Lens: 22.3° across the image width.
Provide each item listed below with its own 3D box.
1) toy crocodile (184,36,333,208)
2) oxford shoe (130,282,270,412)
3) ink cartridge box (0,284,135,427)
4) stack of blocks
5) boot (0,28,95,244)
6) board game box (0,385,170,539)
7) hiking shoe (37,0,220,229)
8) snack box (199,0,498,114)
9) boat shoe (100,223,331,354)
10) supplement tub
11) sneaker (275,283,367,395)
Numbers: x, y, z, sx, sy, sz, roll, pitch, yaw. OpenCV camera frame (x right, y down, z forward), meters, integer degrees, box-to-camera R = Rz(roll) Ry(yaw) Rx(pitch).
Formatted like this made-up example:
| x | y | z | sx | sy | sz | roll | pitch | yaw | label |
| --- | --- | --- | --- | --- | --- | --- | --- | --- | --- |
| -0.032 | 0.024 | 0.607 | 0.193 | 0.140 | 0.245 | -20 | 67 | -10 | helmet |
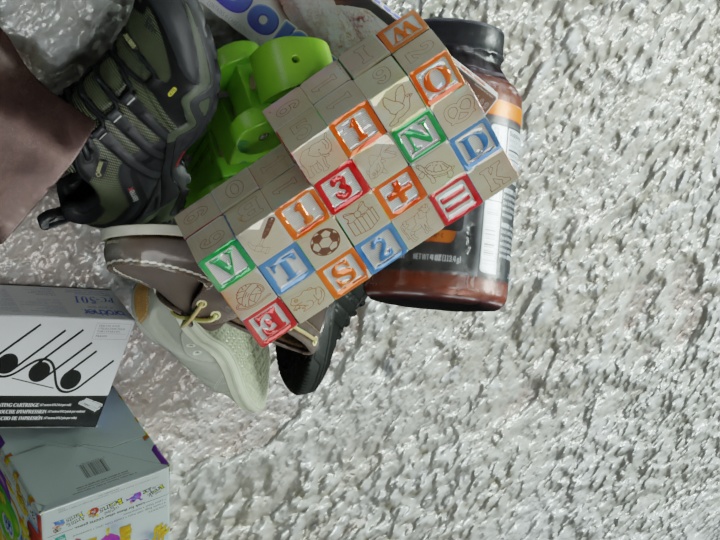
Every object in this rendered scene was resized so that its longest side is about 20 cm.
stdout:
| x | y | z | sx | sy | sz | roll | pitch | yaw | label |
| --- | --- | --- | --- | --- | --- | --- | --- | --- | --- |
| -0.076 | -0.091 | 1.220 | 0.061 | 0.068 | 0.200 | -8 | 152 | -29 | toy crocodile |
| -0.114 | 0.049 | 1.356 | 0.057 | 0.076 | 0.200 | -6 | 154 | 17 | oxford shoe |
| -0.261 | 0.059 | 1.261 | 0.199 | 0.044 | 0.095 | 3 | 119 | -39 | ink cartridge box |
| -0.015 | -0.056 | 1.149 | 0.199 | 0.059 | 0.115 | -34 | 128 | 1 | stack of blocks |
| -0.276 | -0.067 | 1.090 | 0.166 | 0.072 | 0.200 | 43 | 85 | -22 | boot |
| -0.209 | 0.206 | 1.376 | 0.104 | 0.103 | 0.201 | -17 | 132 | -26 | board game box |
| -0.154 | -0.101 | 1.174 | 0.100 | 0.076 | 0.201 | -11 | 135 | -29 | hiking shoe |
| -0.008 | -0.148 | 1.205 | 0.200 | 0.024 | 0.072 | 37 | 106 | -4 | snack box |
| -0.095 | 0.012 | 1.237 | 0.199 | 0.071 | 0.060 | 17 | 75 | -48 | boat shoe |
| 0.060 | -0.074 | 1.307 | 0.106 | 0.107 | 0.202 | 9 | 83 | -41 | supplement tub |
| -0.002 | -0.001 | 1.395 | 0.104 | 0.060 | 0.201 | -8 | 118 | -31 | sneaker |
